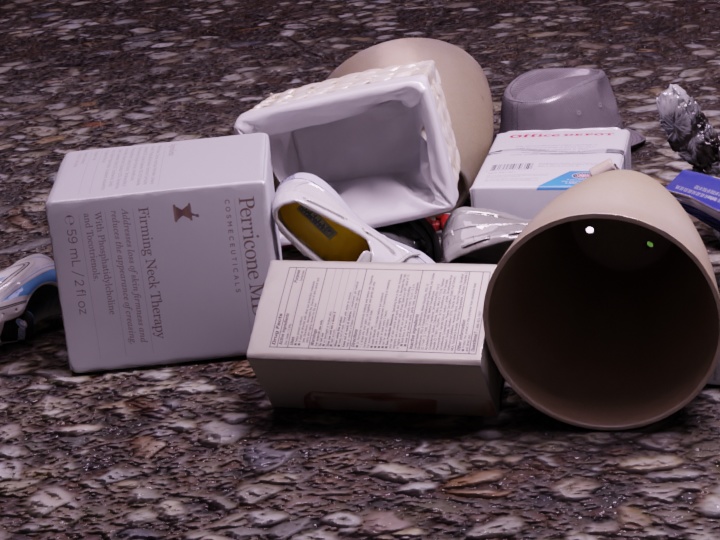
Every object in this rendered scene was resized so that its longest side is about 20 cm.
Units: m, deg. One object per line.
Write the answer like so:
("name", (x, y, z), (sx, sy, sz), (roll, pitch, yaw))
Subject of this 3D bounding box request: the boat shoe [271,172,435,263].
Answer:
("boat shoe", (0.002, -0.004, 1.670), (0.075, 0.202, 0.086), (-44, 10, 21))

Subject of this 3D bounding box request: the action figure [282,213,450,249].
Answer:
("action figure", (0.008, -0.050, 1.933), (0.199, 0.066, 0.052), (3, 32, 25))

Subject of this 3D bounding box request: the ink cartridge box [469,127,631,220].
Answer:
("ink cartridge box", (0.200, -0.078, 1.935), (0.144, 0.084, 0.200), (-1, 20, 13))

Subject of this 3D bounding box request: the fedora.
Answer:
("fedora", (0.238, -0.188, 2.220), (0.199, 0.091, 0.177), (-17, 23, -30))

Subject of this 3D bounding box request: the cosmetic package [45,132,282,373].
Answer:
("cosmetic package", (-0.175, -0.020, 1.742), (0.199, 0.168, 0.166), (-6, 19, 0))

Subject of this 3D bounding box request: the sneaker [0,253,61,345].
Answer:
("sneaker", (-0.354, 0.045, 1.763), (0.199, 0.072, 0.072), (-28, 55, -33))

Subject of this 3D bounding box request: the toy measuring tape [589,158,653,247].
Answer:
("toy measuring tape", (0.260, -0.029, 1.697), (0.073, 0.074, 0.200), (8, -21, 32))

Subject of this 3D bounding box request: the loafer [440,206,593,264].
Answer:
("loafer", (0.176, -0.016, 1.804), (0.199, 0.070, 0.070), (3, 44, 5))

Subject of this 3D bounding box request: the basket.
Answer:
("basket", (-0.005, -0.119, 1.847), (0.199, 0.136, 0.123), (-10, 17, 16))

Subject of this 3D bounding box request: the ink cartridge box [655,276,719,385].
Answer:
("ink cartridge box", (0.283, 0.046, 1.623), (0.199, 0.057, 0.163), (8, 23, 20))

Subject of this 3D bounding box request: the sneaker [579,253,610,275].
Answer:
("sneaker", (0.148, 0.029, 1.677), (0.199, 0.070, 0.108), (-25, 16, -24))

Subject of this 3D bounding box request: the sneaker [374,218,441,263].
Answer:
("sneaker", (0.048, -0.015, 1.812), (0.099, 0.071, 0.200), (-21, 20, -25))

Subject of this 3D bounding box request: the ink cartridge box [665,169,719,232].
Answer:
("ink cartridge box", (0.349, -0.045, 1.667), (0.199, 0.047, 0.198), (30, 2, -13))

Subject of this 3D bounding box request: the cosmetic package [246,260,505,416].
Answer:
("cosmetic package", (0.019, 0.056, 1.553), (0.199, 0.087, 0.104), (3, 56, 17))

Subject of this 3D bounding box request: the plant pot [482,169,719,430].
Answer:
("plant pot", (0.206, 0.000, 1.535), (0.186, 0.188, 0.200), (0, 25, 13))

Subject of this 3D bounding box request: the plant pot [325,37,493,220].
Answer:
("plant pot", (0.056, -0.126, 1.995), (0.199, 0.201, 0.135), (-8, 48, -8))

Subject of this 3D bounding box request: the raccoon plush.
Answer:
("raccoon plush", (0.395, -0.116, 1.868), (0.097, 0.201, 0.134), (-23, 3, 45))
